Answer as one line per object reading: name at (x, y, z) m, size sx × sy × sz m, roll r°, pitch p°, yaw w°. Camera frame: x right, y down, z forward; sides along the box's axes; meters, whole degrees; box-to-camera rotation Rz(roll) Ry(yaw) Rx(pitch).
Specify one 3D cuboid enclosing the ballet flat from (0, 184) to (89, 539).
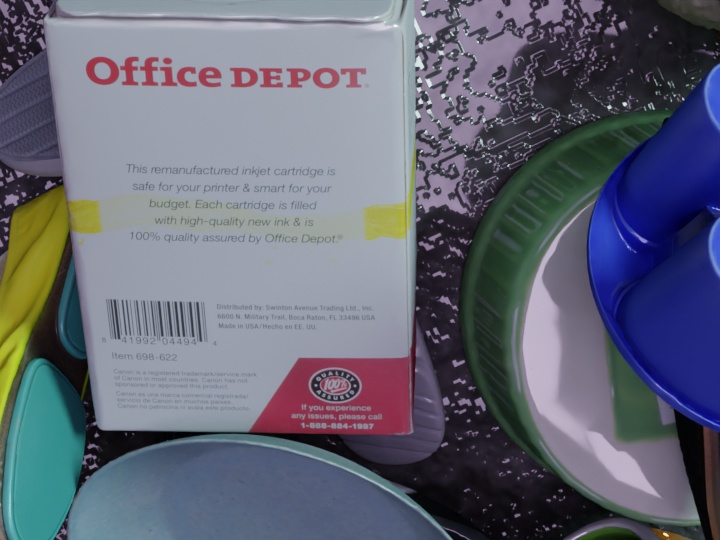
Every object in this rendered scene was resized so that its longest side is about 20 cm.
ballet flat at (-0.156, 0.044, 0.789) m, size 0.067 × 0.201 × 0.067 m, roll -5°, pitch 144°, yaw 21°

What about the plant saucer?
plant saucer at (-0.037, 0.133, 0.800) m, size 0.200 × 0.039 × 0.202 m, roll 8°, pitch 134°, yaw 9°

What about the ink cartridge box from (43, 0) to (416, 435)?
ink cartridge box at (-0.047, -0.033, 0.739) m, size 0.144 × 0.084 × 0.201 m, roll 2°, pitch 122°, yaw 5°

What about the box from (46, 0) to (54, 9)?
box at (-0.063, -0.207, 0.793) m, size 0.199 × 0.079 × 0.142 m, roll -16°, pitch 102°, yaw -1°

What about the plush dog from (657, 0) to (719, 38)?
plush dog at (0.186, -0.149, 0.756) m, size 0.161 × 0.171 × 0.200 m, roll -53°, pitch 131°, yaw -20°

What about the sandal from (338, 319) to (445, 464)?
sandal at (-0.008, 0.002, 0.841) m, size 0.079 × 0.059 × 0.208 m, roll -9°, pitch 120°, yaw 14°

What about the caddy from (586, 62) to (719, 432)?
caddy at (0.190, -0.002, 0.667) m, size 0.199 × 0.105 × 0.142 m, roll 10°, pitch 61°, yaw -8°

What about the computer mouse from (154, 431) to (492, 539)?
computer mouse at (-0.014, 0.104, 0.853) m, size 0.199 × 0.046 × 0.141 m, roll 12°, pitch 110°, yaw 4°

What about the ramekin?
ramekin at (0.151, 0.025, 0.828) m, size 0.199 × 0.098 × 0.201 m, roll 0°, pitch 98°, yaw -3°

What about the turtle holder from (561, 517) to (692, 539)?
turtle holder at (0.116, 0.203, 0.827) m, size 0.185 × 0.141 × 0.132 m, roll -26°, pitch 114°, yaw 8°

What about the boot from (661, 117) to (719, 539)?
boot at (0.186, 0.030, 0.743) m, size 0.096 × 0.075 × 0.201 m, roll -5°, pitch 97°, yaw 1°

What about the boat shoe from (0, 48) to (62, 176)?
boat shoe at (-0.080, -0.081, 0.811) m, size 0.199 × 0.067 × 0.074 m, roll -14°, pitch 63°, yaw 21°
